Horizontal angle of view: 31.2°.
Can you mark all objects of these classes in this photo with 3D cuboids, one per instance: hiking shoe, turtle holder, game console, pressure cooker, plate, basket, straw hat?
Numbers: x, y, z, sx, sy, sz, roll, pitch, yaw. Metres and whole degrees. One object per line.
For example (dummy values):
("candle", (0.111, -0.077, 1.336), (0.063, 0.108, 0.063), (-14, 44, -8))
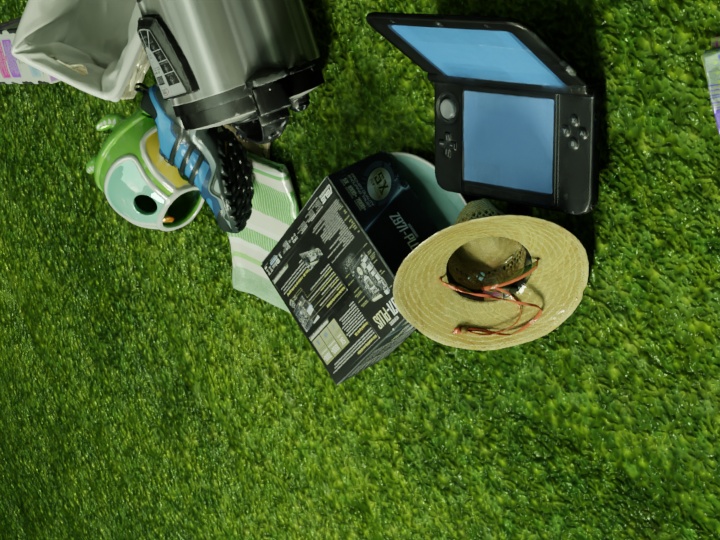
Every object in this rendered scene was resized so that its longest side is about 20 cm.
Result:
("hiking shoe", (-0.187, -0.136, 1.502), (0.086, 0.074, 0.203), (-7, 114, 29))
("turtle holder", (-0.244, -0.137, 1.607), (0.186, 0.140, 0.132), (-46, 67, 17))
("game console", (0.106, -0.142, 1.158), (0.199, 0.115, 0.179), (15, 111, 47))
("pressure cooker", (-0.129, -0.232, 1.361), (0.176, 0.176, 0.203), (-12, 104, 27))
("plate", (0.067, -0.032, 1.359), (0.199, 0.025, 0.203), (31, 134, 38))
("basket", (-0.289, -0.305, 1.466), (0.134, 0.123, 0.202), (24, 93, 0))
("straw hat", (0.119, -0.016, 1.230), (0.202, 0.198, 0.086), (114, 158, -47))

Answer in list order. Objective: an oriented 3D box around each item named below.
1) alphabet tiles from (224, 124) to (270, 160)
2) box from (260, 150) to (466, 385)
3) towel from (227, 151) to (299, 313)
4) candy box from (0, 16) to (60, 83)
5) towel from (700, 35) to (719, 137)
("alphabet tiles", (-0.160, -0.224, 1.547), (0.166, 0.006, 0.202), (36, 136, 35))
("box", (0.000, 0.000, 1.368), (0.165, 0.085, 0.200), (56, 144, 11))
("towel", (-0.122, -0.049, 1.585), (0.151, 0.023, 0.203), (22, 128, 42))
("candy box", (-0.381, -0.295, 1.645), (0.198, 0.167, 0.073), (9, 119, 49))
("towel", (0.337, -0.084, 0.986), (0.143, 0.023, 0.203), (5, 115, 51))
